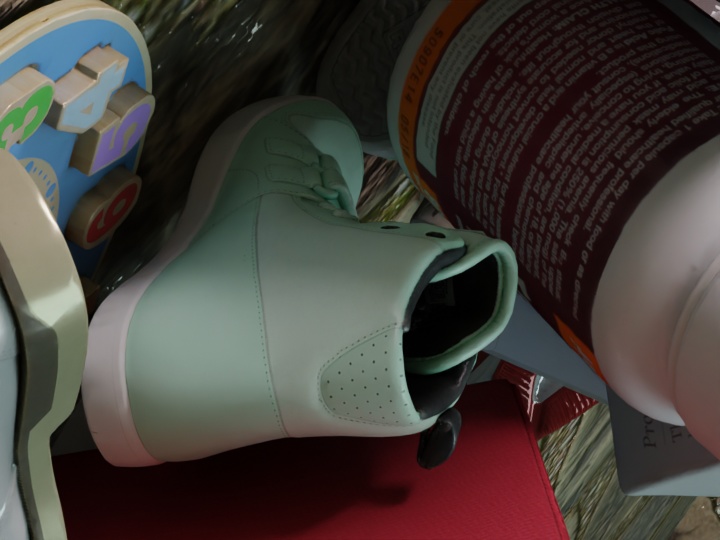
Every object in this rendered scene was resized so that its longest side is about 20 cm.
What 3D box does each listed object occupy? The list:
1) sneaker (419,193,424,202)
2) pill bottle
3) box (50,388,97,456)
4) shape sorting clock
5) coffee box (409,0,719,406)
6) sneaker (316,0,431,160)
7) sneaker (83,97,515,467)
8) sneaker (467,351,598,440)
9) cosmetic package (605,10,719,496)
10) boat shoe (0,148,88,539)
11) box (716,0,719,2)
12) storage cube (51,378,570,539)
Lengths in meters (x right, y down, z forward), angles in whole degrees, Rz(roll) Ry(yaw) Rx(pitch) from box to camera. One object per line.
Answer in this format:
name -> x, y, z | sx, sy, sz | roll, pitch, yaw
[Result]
sneaker -> 0.106, -0.030, 1.162 | 0.075, 0.105, 0.200 | -63, 165, 13
pill bottle -> 0.103, -0.021, 0.785 | 0.114, 0.200, 0.114 | -17, 130, -22
box -> -0.038, 0.129, 0.854 | 0.156, 0.200, 0.041 | -58, -170, 7
shape sorting clock -> -0.116, 0.014, 0.674 | 0.200, 0.039, 0.200 | -51, 164, -21
coffee box -> 0.108, -0.054, 1.030 | 0.080, 0.113, 0.200 | 99, 17, -57
sneaker -> 0.071, -0.126, 0.907 | 0.201, 0.074, 0.118 | -50, 160, 14
sneaker -> 0.000, 0.001, 0.767 | 0.201, 0.118, 0.074 | -62, 145, -58
sneaker -> 0.047, 0.060, 1.209 | 0.200, 0.078, 0.116 | -30, -156, 7
cosmetic package -> 0.208, -0.015, 0.881 | 0.166, 0.168, 0.200 | 6, 161, -40
boat shoe -> -0.114, 0.048, 0.583 | 0.068, 0.075, 0.200 | -23, 149, -24
box -> 0.092, -0.154, 0.709 | 0.104, 0.182, 0.200 | -59, 164, 7
storage cube -> -0.011, 0.157, 0.736 | 0.180, 0.199, 0.171 | -103, -177, -67
